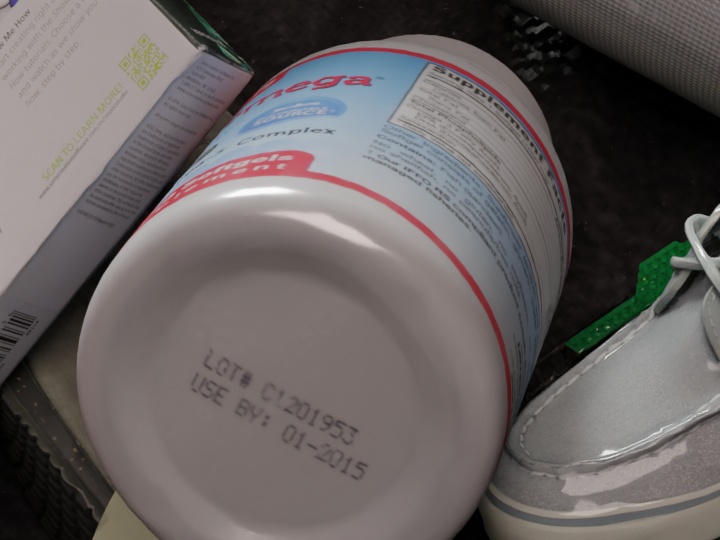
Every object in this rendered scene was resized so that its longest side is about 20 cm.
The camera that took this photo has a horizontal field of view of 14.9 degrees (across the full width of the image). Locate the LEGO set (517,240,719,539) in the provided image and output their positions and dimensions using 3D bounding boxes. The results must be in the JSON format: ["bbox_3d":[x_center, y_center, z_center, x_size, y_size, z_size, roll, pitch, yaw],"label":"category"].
[{"bbox_3d":[0.088,0.095,0.796,0.153,0.116,0.200,22,50,42],"label":"LEGO set"}]

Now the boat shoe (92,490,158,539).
[{"bbox_3d":[-0.038,0.148,0.763,0.073,0.063,0.203,-7,81,10],"label":"boat shoe"}]

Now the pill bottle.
[{"bbox_3d":[0.000,0.000,0.752,0.108,0.200,0.109,4,110,10],"label":"pill bottle"}]

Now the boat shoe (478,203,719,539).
[{"bbox_3d":[0.114,0.007,0.739,0.200,0.072,0.070,-27,36,-14],"label":"boat shoe"}]

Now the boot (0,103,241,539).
[{"bbox_3d":[-0.060,0.012,0.848,0.130,0.068,0.200,-31,70,-18],"label":"boot"}]

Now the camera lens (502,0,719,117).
[{"bbox_3d":[0.139,-0.123,0.846,0.199,0.160,0.160,30,70,14],"label":"camera lens"}]

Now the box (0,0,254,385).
[{"bbox_3d":[-0.141,-0.068,0.820,0.144,0.036,0.200,-49,63,10],"label":"box"}]
